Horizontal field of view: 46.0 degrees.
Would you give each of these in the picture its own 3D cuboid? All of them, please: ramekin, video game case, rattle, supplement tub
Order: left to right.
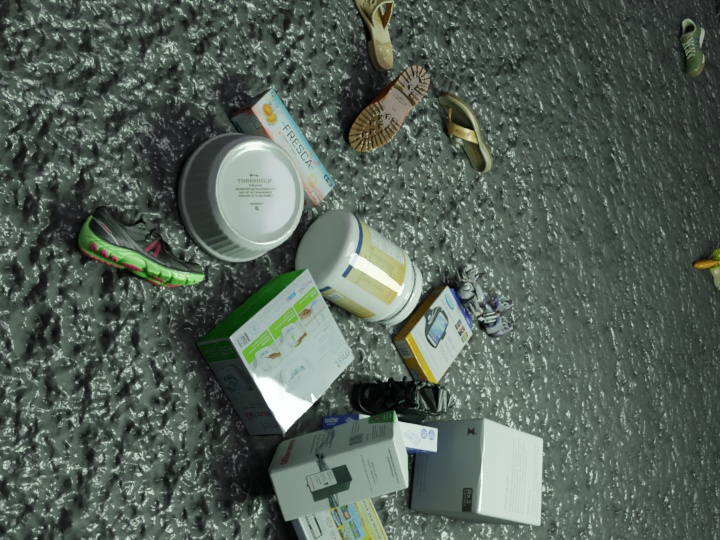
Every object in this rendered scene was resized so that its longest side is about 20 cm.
[{"bbox_3d":[-0.177,-0.117,1.321,0.199,0.093,0.207,1,88,-37],"label":"ramekin"},{"bbox_3d":[-0.022,0.445,1.379,0.181,0.023,0.203,-12,75,-55],"label":"video game case"},{"bbox_3d":[0.000,0.000,1.464,0.199,0.143,0.147,32,60,-37],"label":"supplement tub"},{"bbox_3d":[1.119,0.042,2.653,0.142,0.129,0.203,-36,133,-32],"label":"rattle"}]

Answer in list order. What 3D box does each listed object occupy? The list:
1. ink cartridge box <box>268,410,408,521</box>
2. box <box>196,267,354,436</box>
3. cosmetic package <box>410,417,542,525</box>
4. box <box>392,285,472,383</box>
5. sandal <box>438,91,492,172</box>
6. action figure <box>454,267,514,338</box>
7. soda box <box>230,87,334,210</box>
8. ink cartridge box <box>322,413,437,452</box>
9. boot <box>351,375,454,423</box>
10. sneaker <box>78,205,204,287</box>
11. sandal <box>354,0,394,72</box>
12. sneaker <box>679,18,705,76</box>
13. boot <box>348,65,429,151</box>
[{"bbox_3d":[-0.030,0.297,1.303,0.147,0.196,0.085,-66,140,-82],"label":"ink cartridge box"},{"bbox_3d":[-0.127,0.128,1.341,0.200,0.096,0.179,-44,113,-42],"label":"box"},{"bbox_3d":[0.221,0.381,1.591,0.198,0.163,0.168,25,64,-40],"label":"cosmetic package"},{"bbox_3d":[0.150,0.124,1.666,0.200,0.041,0.120,-46,114,-43],"label":"box"},{"bbox_3d":[0.219,-0.289,1.812,0.054,0.080,0.202,-38,114,-20],"label":"sandal"},{"bbox_3d":[0.254,0.064,1.746,0.199,0.068,0.132,37,38,-50],"label":"action figure"},{"bbox_3d":[-0.130,-0.201,1.434,0.202,0.063,0.069,57,48,-22],"label":"soda box"},{"bbox_3d":[0.036,0.285,1.474,0.198,0.093,0.045,19,68,-42],"label":"ink cartridge box"},{"bbox_3d":[0.097,0.232,1.499,0.196,0.161,0.075,19,69,-41],"label":"boot"},{"bbox_3d":[-0.302,-0.033,1.213,0.198,0.076,0.085,28,66,-39],"label":"sneaker"},{"bbox_3d":[0.043,-0.507,1.672,0.077,0.069,0.216,-13,90,-46],"label":"sandal"},{"bbox_3d":[1.086,-0.742,2.797,0.089,0.067,0.204,29,61,-29],"label":"sneaker"},{"bbox_3d":[0.044,-0.302,1.628,0.200,0.107,0.075,-46,106,-11],"label":"boot"}]
